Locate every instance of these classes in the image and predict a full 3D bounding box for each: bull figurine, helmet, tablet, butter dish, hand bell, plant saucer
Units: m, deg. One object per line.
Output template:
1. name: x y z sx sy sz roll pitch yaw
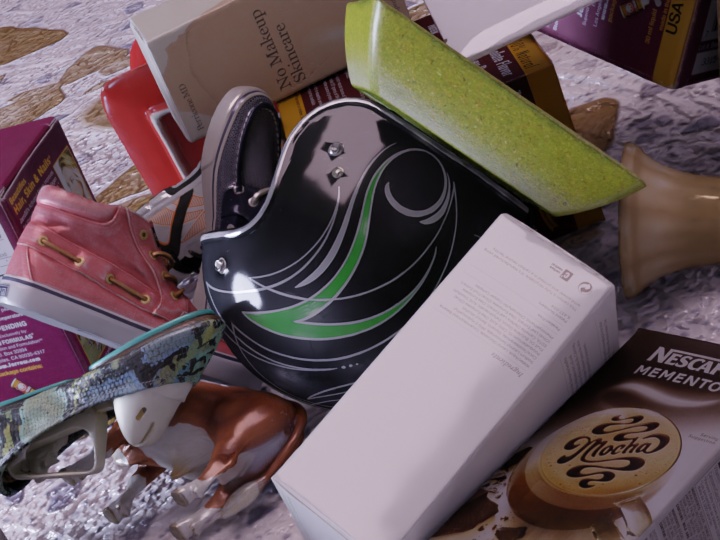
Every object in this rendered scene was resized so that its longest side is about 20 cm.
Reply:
1. bull figurine: -0.124 0.114 1.154 0.199 0.065 0.122 -2 40 46
2. helmet: 0.000 0.000 1.126 0.192 0.199 0.200 -57 30 2
3. tablet: 0.136 -0.211 1.134 0.199 0.014 0.131 -26 40 4
4. butter dish: -0.119 -0.172 1.498 0.198 0.200 0.149 -22 54 1
5. hand bell: 0.272 -0.032 1.123 0.198 0.105 0.104 1 32 15
6. plant saucer: 0.069 -0.098 1.108 0.048 0.199 0.200 -56 9 4

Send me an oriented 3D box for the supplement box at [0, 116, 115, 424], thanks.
1. supplement box: -0.248 0.009 1.291 0.102 0.201 0.131 -12 27 18

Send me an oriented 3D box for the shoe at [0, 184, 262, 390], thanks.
1. shoe: -0.146 0.014 1.204 0.071 0.199 0.092 -7 63 69

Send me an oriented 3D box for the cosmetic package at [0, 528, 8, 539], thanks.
1. cosmetic package: -0.264 0.189 1.042 0.106 0.091 0.200 -33 9 -13

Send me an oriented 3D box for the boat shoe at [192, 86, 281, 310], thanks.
1. boat shoe: -0.065 -0.031 1.263 0.092 0.202 0.074 10 8 39

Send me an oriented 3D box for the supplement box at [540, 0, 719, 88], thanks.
1. supplement box: 0.193 -0.219 1.250 0.199 0.104 0.130 31 33 36

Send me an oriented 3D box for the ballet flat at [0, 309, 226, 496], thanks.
1. ballet flat: -0.162 0.091 1.106 0.199 0.074 0.074 -25 24 22

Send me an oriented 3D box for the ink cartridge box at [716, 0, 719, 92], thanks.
1. ink cartridge box: 0.315 -0.171 1.178 0.075 0.201 0.165 21 47 34

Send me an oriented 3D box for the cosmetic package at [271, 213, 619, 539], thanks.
1. cosmetic package: 0.053 0.083 0.953 0.085 0.108 0.200 35 71 25

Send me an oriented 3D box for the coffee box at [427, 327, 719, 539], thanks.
1. coffee box: 0.142 0.125 0.908 0.113 0.080 0.200 10 41 47

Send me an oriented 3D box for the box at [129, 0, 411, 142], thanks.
1. box: -0.069 -0.190 1.344 0.199 0.095 0.078 -28 27 -6

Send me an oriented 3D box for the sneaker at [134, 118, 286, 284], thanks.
1. sneaker: -0.123 -0.033 1.372 0.200 0.073 0.080 -45 57 23

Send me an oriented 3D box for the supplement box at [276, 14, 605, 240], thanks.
1. supplement box: 0.054 -0.095 1.324 0.198 0.134 0.198 -22 26 2
